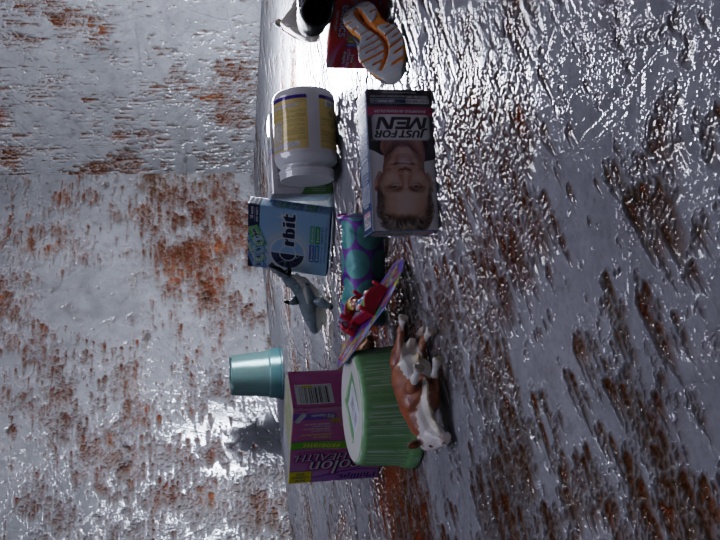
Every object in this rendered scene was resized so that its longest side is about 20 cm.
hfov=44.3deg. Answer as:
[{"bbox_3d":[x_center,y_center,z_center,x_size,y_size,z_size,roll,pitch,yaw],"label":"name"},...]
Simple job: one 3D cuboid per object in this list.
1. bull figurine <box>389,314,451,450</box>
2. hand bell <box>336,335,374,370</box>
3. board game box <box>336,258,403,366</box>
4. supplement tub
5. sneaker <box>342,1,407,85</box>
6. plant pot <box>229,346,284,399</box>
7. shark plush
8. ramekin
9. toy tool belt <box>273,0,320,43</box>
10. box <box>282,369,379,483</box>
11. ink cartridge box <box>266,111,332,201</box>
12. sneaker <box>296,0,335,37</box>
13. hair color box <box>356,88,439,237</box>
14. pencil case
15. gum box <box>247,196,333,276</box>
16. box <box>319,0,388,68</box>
[{"bbox_3d":[0.082,0.157,1.247,0.201,0.065,0.122,-112,27,-54],"label":"bull figurine"},{"bbox_3d":[-0.015,0.190,1.738,0.201,0.103,0.105,117,151,-43],"label":"hand bell"},{"bbox_3d":[0.000,0.059,1.434,0.201,0.039,0.158,-56,8,23],"label":"board game box"},{"bbox_3d":[-0.126,-0.302,2.008,0.145,0.144,0.202,145,123,-76],"label":"supplement tub"},{"bbox_3d":[0.033,-0.355,1.425,0.077,0.078,0.201,60,-172,-47],"label":"sneaker"},{"bbox_3d":[-0.393,0.389,3.328,0.200,0.194,0.202,179,90,-78],"label":"plant pot"},{"bbox_3d":[-0.147,0.060,2.133,0.200,0.083,0.091,47,178,-27],"label":"shark plush"},{"bbox_3d":[0.031,0.217,1.416,0.200,0.097,0.202,178,90,-78],"label":"ramekin"},{"bbox_3d":[-0.127,-0.612,2.107,0.123,0.124,0.200,-58,20,6],"label":"toy tool belt"},{"bbox_3d":[-0.051,0.288,1.642,0.097,0.174,0.201,-106,18,-51],"label":"box"},{"bbox_3d":[-0.148,-0.273,2.122,0.084,0.143,0.202,144,123,-77],"label":"ink cartridge box"},{"bbox_3d":[-0.076,-0.488,1.458,0.099,0.070,0.202,-133,38,-70],"label":"sneaker"},{"bbox_3d":[0.053,-0.151,1.252,0.061,0.099,0.202,155,113,-76],"label":"hair color box"},{"bbox_3d":[0.000,0.000,1.572,0.092,0.085,0.202,5,97,45],"label":"pencil case"},{"bbox_3d":[-0.170,-0.081,2.124,0.045,0.198,0.171,-77,-7,-59],"label":"gum box"},{"bbox_3d":[-0.010,-0.459,1.529,0.201,0.095,0.100,102,162,-48],"label":"box"}]
